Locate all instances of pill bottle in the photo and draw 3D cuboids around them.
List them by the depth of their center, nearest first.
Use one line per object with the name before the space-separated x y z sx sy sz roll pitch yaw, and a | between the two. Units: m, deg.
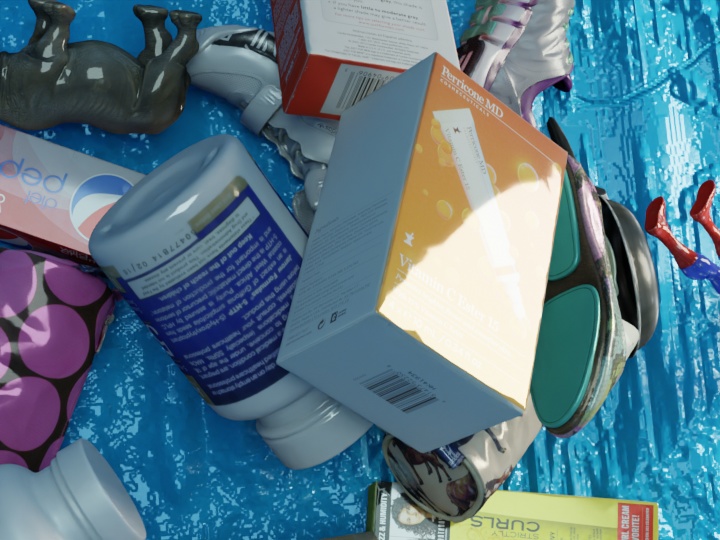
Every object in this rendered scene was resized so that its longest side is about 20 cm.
pill bottle | -0.231 0.187 0.968 0.199 0.104 0.105 -34 84 -2
pill bottle | -0.071 0.025 1.035 0.120 0.120 0.201 -40 109 -13

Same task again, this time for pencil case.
pencil case | -0.229 0.086 1.068 0.093 0.091 0.202 25 77 -29
pencil case | 0.095 0.070 1.089 0.200 0.077 0.090 -49 120 -32

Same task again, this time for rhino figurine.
rhino figurine | -0.209 -0.138 1.084 0.198 0.060 0.088 2 103 -10

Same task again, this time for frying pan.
frying pan | 0.175 -0.018 1.149 0.031 0.116 0.191 -11 36 -4

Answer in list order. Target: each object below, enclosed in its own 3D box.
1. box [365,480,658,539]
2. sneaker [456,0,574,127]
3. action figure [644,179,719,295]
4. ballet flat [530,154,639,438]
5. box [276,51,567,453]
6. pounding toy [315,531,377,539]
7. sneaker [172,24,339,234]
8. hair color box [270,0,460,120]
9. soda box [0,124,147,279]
box | 0.102 0.189 1.104 0.198 0.050 0.076 6 77 -6
sneaker | 0.131 -0.184 1.187 0.087 0.074 0.201 32 81 -20
action figure | 0.288 -0.001 1.148 0.200 0.065 0.099 47 49 -25
ballet flat | 0.147 0.017 1.057 0.071 0.069 0.202 22 54 -40
box | 0.043 -0.011 1.000 0.124 0.097 0.201 33 51 -27
pounding toy | -0.076 0.251 1.026 0.198 0.142 0.186 -7 105 -9
sneaker | -0.048 -0.096 1.130 0.198 0.075 0.116 15 74 -8
hair color box | -0.003 -0.193 1.113 0.110 0.064 0.201 7 52 -18
soda box | -0.206 -0.045 1.106 0.198 0.063 0.071 19 77 -4
